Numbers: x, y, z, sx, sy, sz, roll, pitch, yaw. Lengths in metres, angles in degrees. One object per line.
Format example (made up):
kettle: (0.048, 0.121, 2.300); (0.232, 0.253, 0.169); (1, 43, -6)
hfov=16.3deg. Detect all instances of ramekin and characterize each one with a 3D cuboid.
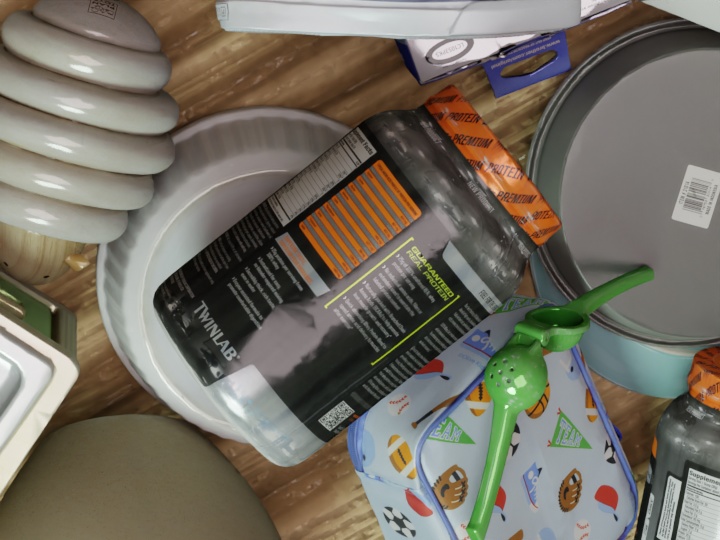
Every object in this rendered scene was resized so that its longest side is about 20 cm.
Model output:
ramekin: (-0.053, 0.009, 1.456); (0.202, 0.094, 0.203); (-1, 103, -5)

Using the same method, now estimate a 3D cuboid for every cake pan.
cake pan: (0.197, -0.047, 1.474); (0.200, 0.037, 0.201); (-1, 103, -5)

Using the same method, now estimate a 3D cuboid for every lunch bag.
lunch bag: (0.083, 0.115, 1.464); (0.160, 0.075, 0.200); (-47, 131, -29)

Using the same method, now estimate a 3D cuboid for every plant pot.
plant pot: (-0.134, 0.161, 1.451); (0.200, 0.200, 0.135); (-5, 68, -5)

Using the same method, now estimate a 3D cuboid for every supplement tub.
supplement tub: (0.000, 0.000, 1.341); (0.200, 0.123, 0.123); (-38, 104, 3)
supplement tub: (0.226, 0.154, 1.501); (0.122, 0.123, 0.200); (8, 105, -8)

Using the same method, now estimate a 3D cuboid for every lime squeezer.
lime squeezer: (0.107, 0.053, 1.392); (0.071, 0.038, 0.200); (51, 60, -30)

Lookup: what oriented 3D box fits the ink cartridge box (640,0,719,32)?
ink cartridge box: (0.190, -0.220, 1.380); (0.200, 0.084, 0.146); (15, 78, -32)

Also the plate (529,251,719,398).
plate: (0.202, -0.016, 1.514); (0.200, 0.026, 0.201); (-1, 102, -7)

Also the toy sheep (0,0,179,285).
toy sheep: (-0.162, -0.087, 1.400); (0.138, 0.138, 0.200); (12, 101, -9)

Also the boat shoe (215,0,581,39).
boat shoe: (0.021, -0.158, 1.363); (0.200, 0.072, 0.062); (0, 98, -5)

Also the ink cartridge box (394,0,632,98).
ink cartridge box: (0.067, -0.195, 1.431); (0.136, 0.076, 0.200); (-21, 103, 0)

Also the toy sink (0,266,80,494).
toy sink: (-0.235, 0.053, 1.392); (0.130, 0.200, 0.112); (33, 98, -11)
